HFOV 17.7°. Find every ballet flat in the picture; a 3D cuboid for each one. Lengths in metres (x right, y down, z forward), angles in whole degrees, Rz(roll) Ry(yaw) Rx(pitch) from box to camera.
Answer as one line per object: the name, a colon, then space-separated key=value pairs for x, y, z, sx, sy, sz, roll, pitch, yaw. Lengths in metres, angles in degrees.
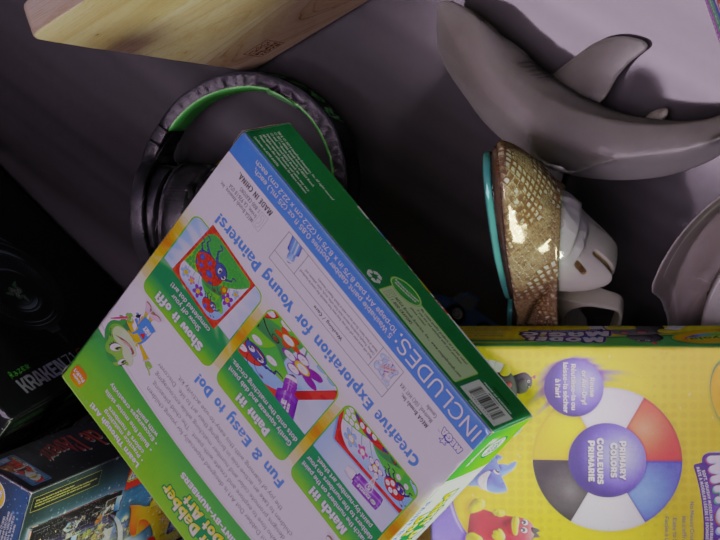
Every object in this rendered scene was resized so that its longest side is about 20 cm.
ballet flat: x=0.103 y=0.005 z=1.199 sx=0.065 sy=0.071 sz=0.200 roll=0 pitch=143 yaw=10

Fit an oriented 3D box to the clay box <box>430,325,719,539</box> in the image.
clay box: x=0.135 y=0.087 z=1.158 sx=0.200 sy=0.048 sz=0.115 roll=0 pitch=102 yaw=10

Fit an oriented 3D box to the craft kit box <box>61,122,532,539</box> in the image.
craft kit box: x=-0.039 y=0.064 z=1.175 sx=0.200 sy=0.049 sz=0.198 roll=51 pitch=122 yaw=16

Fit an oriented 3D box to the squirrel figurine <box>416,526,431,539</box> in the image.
squirrel figurine: x=-0.002 y=0.210 z=1.282 sx=0.187 sy=0.141 sz=0.200 roll=-22 pitch=76 yaw=35

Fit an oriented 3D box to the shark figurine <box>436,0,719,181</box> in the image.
shark figurine: x=0.134 y=-0.073 z=1.186 sx=0.214 sy=0.089 sz=0.128 roll=2 pitch=106 yaw=25

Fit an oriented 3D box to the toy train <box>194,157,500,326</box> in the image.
toy train: x=0.000 y=0.000 z=1.256 sx=0.200 sy=0.046 sz=0.034 roll=34 pitch=157 yaw=-14

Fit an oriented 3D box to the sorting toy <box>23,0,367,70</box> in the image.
sorting toy: x=-0.047 y=-0.186 z=1.180 sx=0.200 sy=0.199 sz=0.070 roll=-28 pitch=76 yaw=28

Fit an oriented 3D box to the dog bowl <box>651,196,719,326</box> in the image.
dog bowl: x=0.247 y=0.037 z=1.179 sx=0.200 sy=0.059 sz=0.200 roll=6 pitch=106 yaw=22

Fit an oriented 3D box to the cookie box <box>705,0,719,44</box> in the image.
cookie box: x=0.255 y=-0.164 z=1.067 sx=0.200 sy=0.075 sz=0.171 roll=-20 pitch=96 yaw=-2

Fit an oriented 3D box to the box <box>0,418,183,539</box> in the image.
box: x=-0.153 y=0.149 z=1.307 sx=0.038 sy=0.200 sz=0.137 roll=27 pitch=113 yaw=24

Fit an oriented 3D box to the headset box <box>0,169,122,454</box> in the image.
headset box: x=-0.244 y=0.019 z=1.329 sx=0.200 sy=0.174 sz=0.093 roll=45 pitch=117 yaw=9

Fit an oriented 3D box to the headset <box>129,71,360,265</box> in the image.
headset: x=-0.082 y=-0.015 z=1.292 sx=0.123 sy=0.094 sz=0.200 roll=28 pitch=104 yaw=15
